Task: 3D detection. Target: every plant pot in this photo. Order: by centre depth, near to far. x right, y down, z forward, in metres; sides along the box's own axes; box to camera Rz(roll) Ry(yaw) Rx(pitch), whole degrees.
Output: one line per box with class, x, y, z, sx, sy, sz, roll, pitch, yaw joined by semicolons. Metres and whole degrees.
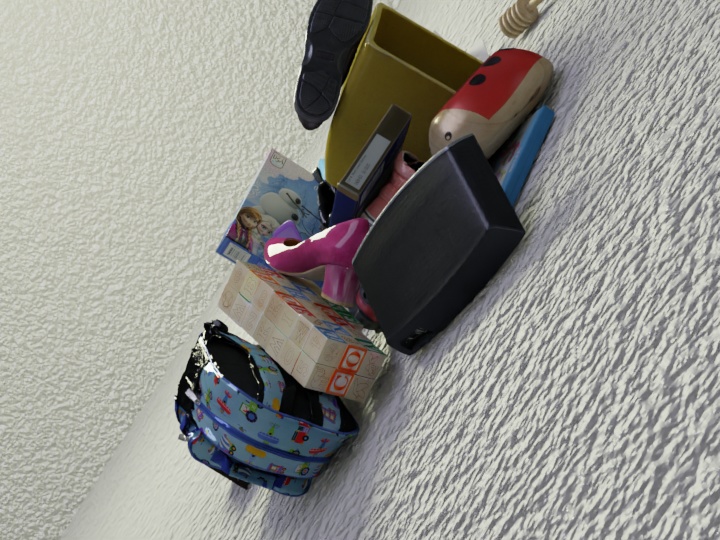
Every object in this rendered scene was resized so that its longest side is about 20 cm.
plant pot;0.052;-0.186;1.525;0.201;0.193;0.196;-58;9;26

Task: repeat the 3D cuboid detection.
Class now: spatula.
spatula;-0.073;0.036;1.553;0.056;0.020;0.203;-30;70;45

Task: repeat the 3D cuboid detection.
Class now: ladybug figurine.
ladybug figurine;0.139;-0.179;1.315;0.200;0.072;0.136;-49;5;-33

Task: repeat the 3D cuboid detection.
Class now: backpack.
backpack;-0.099;0.159;1.272;0.136;0.181;0.200;-65;22;5

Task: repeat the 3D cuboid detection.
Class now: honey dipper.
honey dipper;0.248;-0.366;1.546;0.200;0.038;0.038;-37;22;52

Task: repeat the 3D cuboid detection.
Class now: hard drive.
hard drive;0.067;-0.023;1.167;0.200;0.042;0.136;-50;52;38

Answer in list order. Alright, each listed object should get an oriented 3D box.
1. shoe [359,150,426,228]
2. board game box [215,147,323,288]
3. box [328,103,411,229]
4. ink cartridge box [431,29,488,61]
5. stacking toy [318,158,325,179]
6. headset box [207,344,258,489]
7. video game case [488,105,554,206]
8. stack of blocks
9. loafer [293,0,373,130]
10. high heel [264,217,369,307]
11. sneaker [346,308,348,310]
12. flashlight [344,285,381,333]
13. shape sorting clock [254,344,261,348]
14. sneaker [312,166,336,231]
shoe;0.062;-0.081;1.372;0.092;0.071;0.200;-56;-10;13
board game box;-0.078;-0.049;1.673;0.043;0.199;0.200;-49;13;42
box;0.005;-0.086;1.364;0.122;0.032;0.201;-58;-9;-26
ink cartridge box;0.090;-0.258;1.703;0.200;0.067;0.118;-40;33;24
stacking toy;0.042;-0.181;1.822;0.200;0.110;0.116;-46;27;4
headset box;-0.147;0.188;1.652;0.202;0.075;0.149;-60;11;-11
video game case;0.131;-0.082;1.300;0.144;0.018;0.200;-62;11;-26
stack of blocks;-0.056;0.066;1.304;0.200;0.114;0.059;37;105;49
loafer;-0.038;-0.265;1.458;0.063;0.071;0.202;118;170;-74
high heel;-0.049;-0.033;1.345;0.200;0.067;0.097;33;111;61
sneaker;0.000;0.000;1.526;0.200;0.072;0.072;-49;12;34
flashlight;0.047;0.001;1.293;0.067;0.069;0.200;-13;-20;-29
shape sorting clock;-0.123;0.150;1.439;0.201;0.199;0.039;-54;51;22
sneaker;-0.006;-0.107;1.665;0.078;0.139;0.201;-49;14;38
